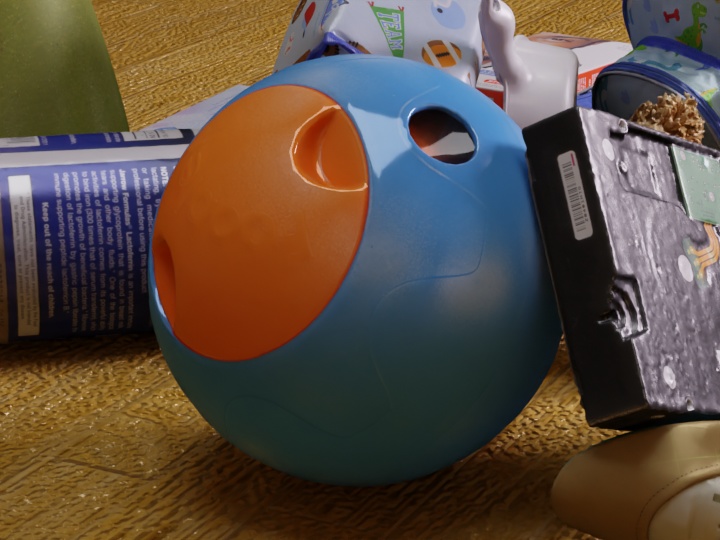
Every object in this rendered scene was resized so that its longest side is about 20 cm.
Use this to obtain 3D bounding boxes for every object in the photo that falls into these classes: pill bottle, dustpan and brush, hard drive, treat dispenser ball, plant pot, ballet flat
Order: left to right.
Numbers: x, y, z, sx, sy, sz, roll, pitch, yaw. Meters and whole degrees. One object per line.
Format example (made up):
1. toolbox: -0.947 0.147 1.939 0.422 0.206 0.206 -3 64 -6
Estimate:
1. plant pot: -0.231 -0.115 1.266 0.186 0.201 0.187 0 19 0
2. pill bottle: -0.130 -0.022 1.123 0.199 0.117 0.116 -4 19 -12
3. treat dispenser ball: 0.000 0.000 0.926 0.199 0.202 0.201 0 19 0
4. dustpan and brush: 0.100 -0.103 1.181 0.057 0.200 0.140 5 60 7
5. hard drive: 0.152 0.007 0.924 0.038 0.141 0.199 -21 -17 34
6. ballet flat: 0.184 0.100 0.853 0.199 0.069 0.063 -4 37 -8

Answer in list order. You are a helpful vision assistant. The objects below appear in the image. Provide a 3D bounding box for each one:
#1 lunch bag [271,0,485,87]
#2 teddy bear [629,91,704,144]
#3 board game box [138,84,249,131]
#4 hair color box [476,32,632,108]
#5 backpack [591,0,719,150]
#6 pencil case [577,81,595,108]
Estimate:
1. lunch bag: 0.002 -0.114 1.229 0.123 0.200 0.171 28 47 -11
2. teddy bear: 0.130 -0.025 1.119 0.067 0.145 0.200 44 38 20
3. board game box: -0.046 -0.084 1.422 0.198 0.044 0.200 10 21 22
4. hair color box: 0.134 -0.137 1.550 0.110 0.064 0.200 13 21 35
5. backpack: 0.238 -0.103 1.235 0.146 0.201 0.183 -27 30 -23
6. pencil case: 0.123 -0.074 1.320 0.199 0.087 0.078 -18 3 -39
